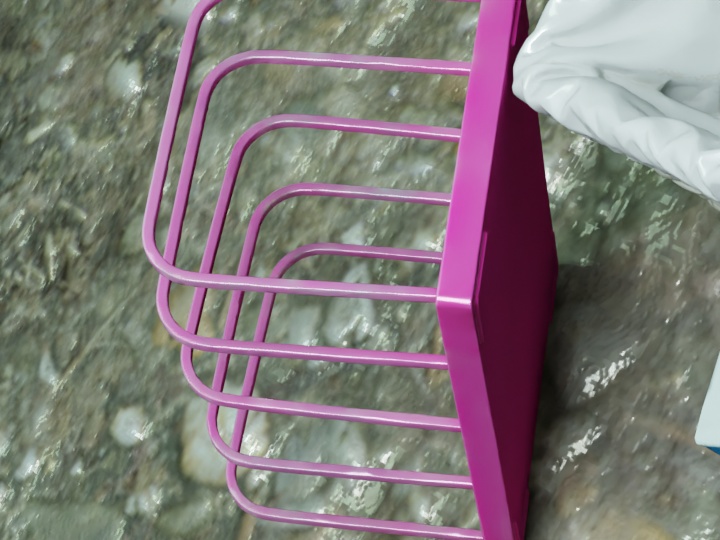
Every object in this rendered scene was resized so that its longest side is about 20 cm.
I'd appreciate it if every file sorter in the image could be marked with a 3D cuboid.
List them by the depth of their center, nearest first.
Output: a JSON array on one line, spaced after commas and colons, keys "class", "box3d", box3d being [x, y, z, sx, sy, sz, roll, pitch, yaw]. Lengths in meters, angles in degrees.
[{"class": "file sorter", "box3d": [0.000, 0.000, 1.007, 0.124, 0.200, 0.140, 4, 59, 11]}]

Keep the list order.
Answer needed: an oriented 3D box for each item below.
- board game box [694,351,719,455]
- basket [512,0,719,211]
[{"class": "board game box", "box3d": [0.211, 0.057, 0.714, 0.147, 0.200, 0.065, -4, 61, 51]}, {"class": "basket", "box3d": [0.194, -0.086, 0.889, 0.199, 0.160, 0.200, -58, 34, 0]}]
